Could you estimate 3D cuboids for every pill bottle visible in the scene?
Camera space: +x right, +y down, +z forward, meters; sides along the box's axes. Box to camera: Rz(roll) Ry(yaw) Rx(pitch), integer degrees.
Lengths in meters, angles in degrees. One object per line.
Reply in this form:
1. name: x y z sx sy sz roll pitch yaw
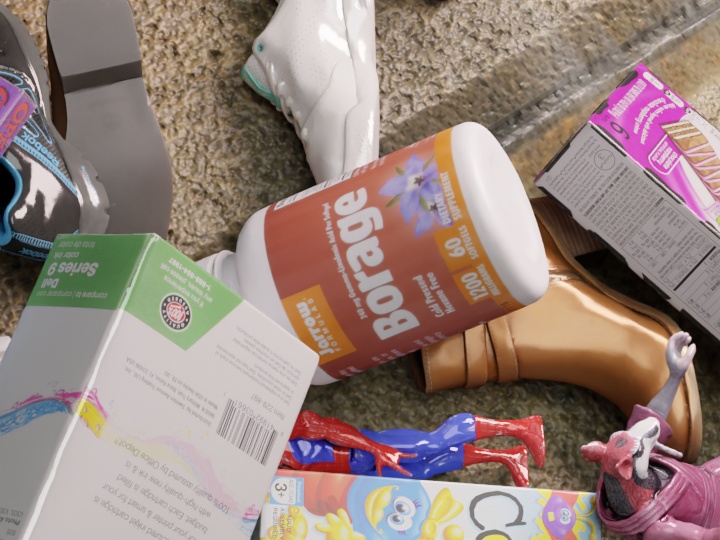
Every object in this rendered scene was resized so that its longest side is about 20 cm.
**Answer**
1. pill bottle: 0.000 0.000 1.199 0.199 0.112 0.113 -23 75 16

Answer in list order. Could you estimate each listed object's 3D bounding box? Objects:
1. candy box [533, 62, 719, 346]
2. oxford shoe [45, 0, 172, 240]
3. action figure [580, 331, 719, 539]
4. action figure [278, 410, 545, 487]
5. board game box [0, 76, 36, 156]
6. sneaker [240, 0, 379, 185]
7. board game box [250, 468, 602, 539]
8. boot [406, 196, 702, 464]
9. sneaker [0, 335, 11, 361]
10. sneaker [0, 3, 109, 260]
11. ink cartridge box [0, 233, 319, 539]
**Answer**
1. candy box: 0.218 -0.030 1.292 0.200 0.061 0.136 42 30 2
2. oxford shoe: -0.156 -0.076 1.256 0.071 0.071 0.201 -4 88 -13
3. action figure: 0.185 0.138 1.192 0.200 0.149 0.134 26 31 -37
4. action figure: 0.008 0.111 1.224 0.199 0.065 0.052 4 60 -9
5. board game box: -0.285 -0.044 1.139 0.120 0.032 0.200 32 81 21
6. sneaker: -0.032 -0.114 1.301 0.088 0.075 0.201 -3 66 -1
7. board game box: 0.030 0.182 1.185 0.199 0.105 0.103 5 70 -11
8. boot: 0.111 0.048 1.264 0.155 0.077 0.201 -17 74 -20
9. sneaker: -0.255 0.092 1.164 0.199 0.075 0.082 -12 73 -17
10. sneaker: -0.221 -0.092 1.194 0.200 0.073 0.082 55 27 18
11. ink cartridge box: -0.125 0.101 1.071 0.145 0.087 0.201 39 62 -41
